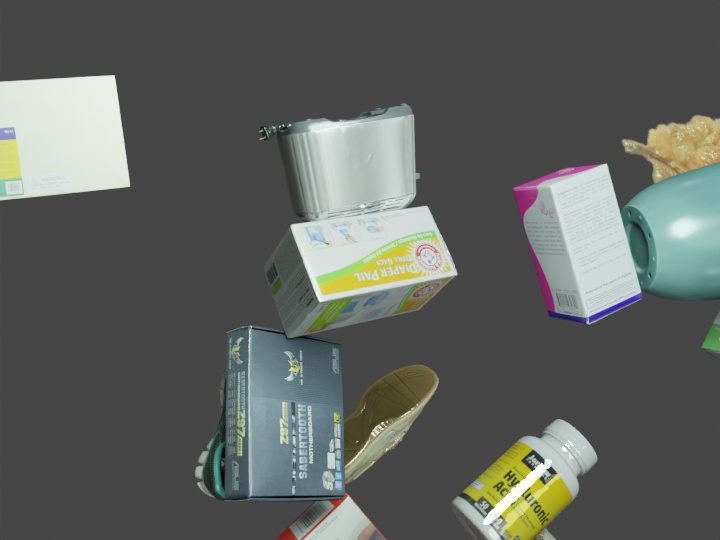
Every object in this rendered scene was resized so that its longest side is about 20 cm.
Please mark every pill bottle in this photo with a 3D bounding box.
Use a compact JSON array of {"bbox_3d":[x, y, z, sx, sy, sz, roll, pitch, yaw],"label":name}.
[{"bbox_3d":[0.234,0.305,1.146,0.200,0.111,0.111,-39,105,-14],"label":"pill bottle"}]

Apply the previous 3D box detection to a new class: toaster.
[{"bbox_3d":[-0.020,-0.132,1.022,0.200,0.114,0.129,-13,100,-22],"label":"toaster"}]

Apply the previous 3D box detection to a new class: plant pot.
[{"bbox_3d":[0.469,-0.046,1.168,0.161,0.201,0.201,-11,98,-7],"label":"plant pot"}]

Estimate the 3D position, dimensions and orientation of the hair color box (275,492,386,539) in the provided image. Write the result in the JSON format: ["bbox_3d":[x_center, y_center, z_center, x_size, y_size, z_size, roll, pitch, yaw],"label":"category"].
[{"bbox_3d":[-0.006,0.400,1.090,0.111,0.064,0.200,-42,107,-13],"label":"hair color box"}]

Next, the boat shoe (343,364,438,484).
[{"bbox_3d":[0.028,0.207,1.093,0.200,0.072,0.065,-42,142,-19],"label":"boat shoe"}]

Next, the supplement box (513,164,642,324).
[{"bbox_3d":[0.306,-0.039,1.153,0.103,0.101,0.200,-23,101,-17],"label":"supplement box"}]

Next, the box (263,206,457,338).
[{"bbox_3d":[0.000,0.000,1.005,0.200,0.113,0.102,-10,68,-31],"label":"box"}]

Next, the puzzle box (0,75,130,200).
[{"bbox_3d":[-0.376,-0.151,0.936,0.200,0.025,0.133,-8,97,-19],"label":"puzzle box"}]

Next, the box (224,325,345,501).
[{"bbox_3d":[-0.090,0.177,0.987,0.158,0.051,0.200,16,65,-45],"label":"box"}]

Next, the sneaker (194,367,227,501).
[{"bbox_3d":[-0.144,0.194,1.009,0.077,0.091,0.200,15,88,-18],"label":"sneaker"}]

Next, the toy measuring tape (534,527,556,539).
[{"bbox_3d":[0.295,0.445,1.198,0.074,0.074,0.200,-48,111,-11],"label":"toy measuring tape"}]

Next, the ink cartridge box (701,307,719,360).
[{"bbox_3d":[0.661,0.073,1.299,0.146,0.084,0.200,30,84,-20],"label":"ink cartridge box"}]
